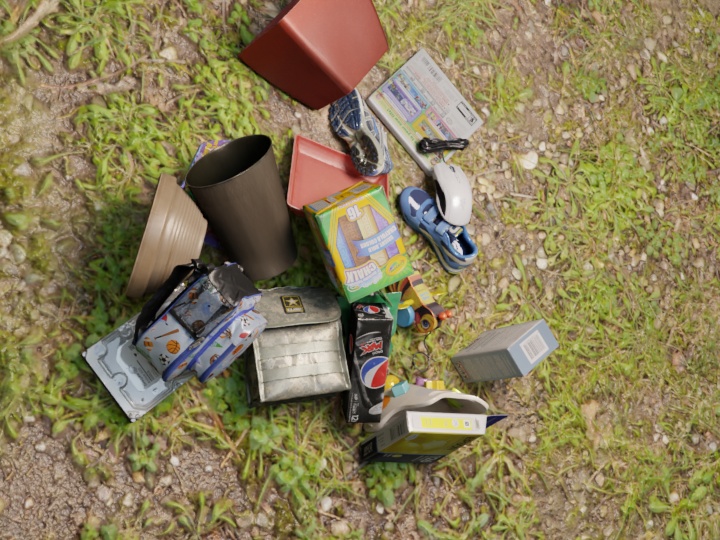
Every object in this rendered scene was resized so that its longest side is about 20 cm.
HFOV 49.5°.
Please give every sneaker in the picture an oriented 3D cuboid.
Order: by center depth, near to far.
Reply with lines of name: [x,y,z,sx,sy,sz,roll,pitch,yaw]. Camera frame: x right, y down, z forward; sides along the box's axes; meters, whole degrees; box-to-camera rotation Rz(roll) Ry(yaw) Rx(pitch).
sneaker: [0.005,-0.263,1.493,0.085,0.077,0.202,7,59,-54]
sneaker: [0.156,-0.088,1.514,0.200,0.082,0.074,48,67,-6]

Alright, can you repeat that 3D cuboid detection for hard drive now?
hard drive: [-0.333,0.132,1.278,0.199,0.038,0.140,-37,95,-25]

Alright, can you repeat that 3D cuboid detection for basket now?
basket: [-0.185,-0.096,1.301,0.181,0.135,0.201,-59,140,-47]

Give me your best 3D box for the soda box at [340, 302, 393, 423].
soda box: [0.009,0.158,1.334,0.063,0.071,0.202,1,112,-12]

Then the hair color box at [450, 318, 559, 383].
hair color box: [0.263,0.152,1.447,0.099,0.200,0.061,-34,94,-25]

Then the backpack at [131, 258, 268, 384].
backpack: [-0.245,0.086,1.202,0.190,0.200,0.155,-36,84,6]

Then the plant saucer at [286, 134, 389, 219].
plant saucer: [-0.042,-0.141,1.423,0.198,0.037,0.201,21,43,-19]

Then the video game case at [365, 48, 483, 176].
video game case: [0.132,-0.321,1.583,0.200,0.022,0.182,48,65,-9]

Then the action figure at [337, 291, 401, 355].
action figure: [0.014,0.137,1.397,0.117,0.055,0.202,-2,102,-10]

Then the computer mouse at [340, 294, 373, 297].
computer mouse: [0.000,0.000,1.439,0.109,0.044,0.202,-2,80,-24]

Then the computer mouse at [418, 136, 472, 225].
computer mouse: [0.179,-0.180,1.511,0.109,0.044,0.202,3,60,-24]

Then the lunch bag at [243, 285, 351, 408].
lunch bag: [-0.116,0.121,1.335,0.162,0.118,0.202,-4,75,-21]

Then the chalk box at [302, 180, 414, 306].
chalk box: [0.001,-0.030,1.298,0.123,0.124,0.202,-23,105,-10]

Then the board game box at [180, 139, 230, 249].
board game box: [-0.230,-0.140,1.375,0.157,0.039,0.201,28,69,-17]

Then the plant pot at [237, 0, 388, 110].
plant pot: [-0.070,-0.413,1.427,0.176,0.199,0.200,47,65,-19]

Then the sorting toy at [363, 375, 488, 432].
sorting toy: [0.132,0.238,1.383,0.198,0.180,0.108,9,76,-22]

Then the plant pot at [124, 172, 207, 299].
plant pot: [-0.300,-0.045,1.234,0.092,0.201,0.203,16,73,-17]

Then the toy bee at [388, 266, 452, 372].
toy bee: [0.121,0.070,1.449,0.201,0.108,0.131,54,46,-10]

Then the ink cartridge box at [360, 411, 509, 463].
ink cartridge box: [0.127,0.294,1.360,0.198,0.198,0.047,9,59,-21]
